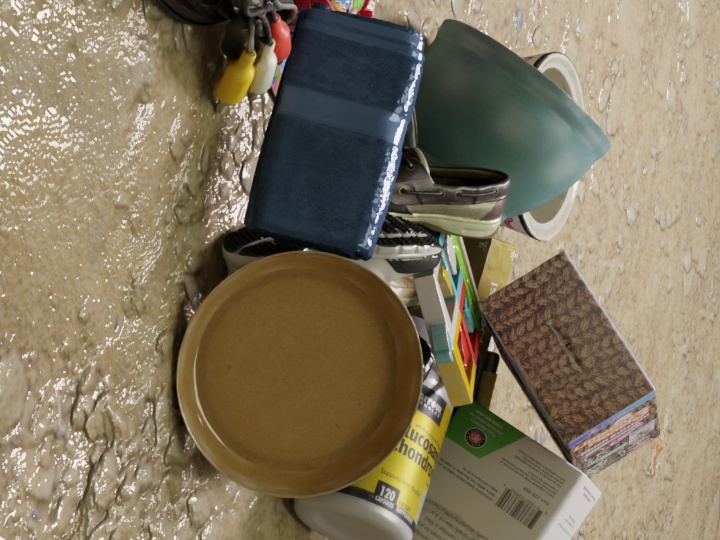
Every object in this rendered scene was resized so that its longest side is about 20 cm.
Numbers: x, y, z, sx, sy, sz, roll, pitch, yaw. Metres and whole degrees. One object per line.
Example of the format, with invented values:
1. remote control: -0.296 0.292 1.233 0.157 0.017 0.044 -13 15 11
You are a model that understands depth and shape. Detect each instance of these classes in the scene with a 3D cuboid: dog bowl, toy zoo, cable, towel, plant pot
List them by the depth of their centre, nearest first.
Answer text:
1. cable: -0.067 -0.190 1.407 0.097 0.050 0.200 -46 177 -21
2. plant pot: -0.049 0.082 1.485 0.027 0.199 0.201 -144 -124 -76
3. towel: -0.019 -0.111 1.496 0.049 0.111 0.201 119 -14 -74
4. toy zoo: 0.079 0.031 1.659 0.200 0.020 0.132 -76 151 -62
5. plant pot: 0.118 -0.125 1.765 0.134 0.200 0.200 -52 149 -2
6. dog bowl: 0.171 -0.134 1.969 0.200 0.074 0.201 -25 118 -60

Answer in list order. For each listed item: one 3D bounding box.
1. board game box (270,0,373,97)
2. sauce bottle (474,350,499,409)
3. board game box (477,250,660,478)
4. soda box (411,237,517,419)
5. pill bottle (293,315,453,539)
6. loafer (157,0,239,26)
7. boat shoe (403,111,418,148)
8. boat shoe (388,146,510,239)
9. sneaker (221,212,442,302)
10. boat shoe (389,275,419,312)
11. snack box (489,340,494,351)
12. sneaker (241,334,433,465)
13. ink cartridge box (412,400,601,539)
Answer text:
1. board game box: -0.021 -0.223 1.599 0.158 0.039 0.201 42 59 -59
2. sauce bottle: 0.089 0.174 1.876 0.065 0.065 0.201 23 82 -63
3. board game box: 0.203 0.097 1.781 0.160 0.097 0.200 59 0 19
4. soda box: 0.088 0.060 1.821 0.068 0.064 0.201 17 89 -63
5. pill bottle: 0.020 0.144 1.679 0.112 0.112 0.201 56 47 -52
6. loafer: -0.120 -0.224 1.376 0.200 0.063 0.072 15 83 -63
7. boat shoe: 0.030 -0.076 1.695 0.072 0.071 0.200 -61 149 -41
8. boat shoe: 0.040 -0.078 1.624 0.200 0.072 0.066 10 114 -25
9. sneaker: -0.025 0.001 1.548 0.199 0.074 0.080 -6 116 -24
10. boat shoe: 0.000 0.000 1.655 0.200 0.071 0.076 -3 97 -63
11. snack box: 0.101 0.021 1.914 0.072 0.024 0.200 -52 139 -44
12. sneaker: -0.019 0.097 1.547 0.199 0.076 0.114 -20 159 -32
13. ink cartridge box: 0.111 0.248 1.776 0.200 0.146 0.084 -54 153 -5
